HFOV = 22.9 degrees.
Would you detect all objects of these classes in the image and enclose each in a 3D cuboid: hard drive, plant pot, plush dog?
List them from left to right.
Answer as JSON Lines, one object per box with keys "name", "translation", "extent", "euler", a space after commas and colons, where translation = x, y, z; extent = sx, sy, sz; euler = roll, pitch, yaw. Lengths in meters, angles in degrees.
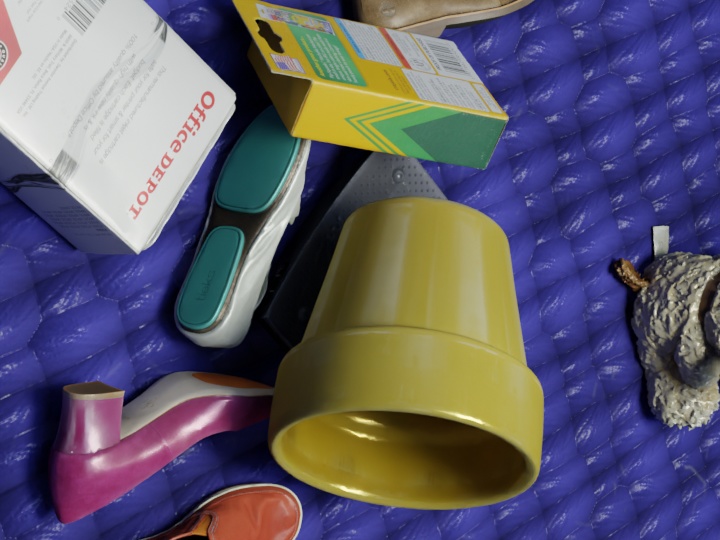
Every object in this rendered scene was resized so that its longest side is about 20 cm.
{"name": "hard drive", "translation": [0.000, 0.000, 1.433], "extent": [0.135, 0.042, 0.200], "euler": [50, 60, -30]}
{"name": "plant pot", "translation": [0.041, 0.057, 1.325], "extent": [0.201, 0.201, 0.189], "euler": [31, 55, -38]}
{"name": "plush dog", "translation": [0.341, 0.037, 1.656], "extent": [0.160, 0.172, 0.200], "euler": [46, 62, -32]}

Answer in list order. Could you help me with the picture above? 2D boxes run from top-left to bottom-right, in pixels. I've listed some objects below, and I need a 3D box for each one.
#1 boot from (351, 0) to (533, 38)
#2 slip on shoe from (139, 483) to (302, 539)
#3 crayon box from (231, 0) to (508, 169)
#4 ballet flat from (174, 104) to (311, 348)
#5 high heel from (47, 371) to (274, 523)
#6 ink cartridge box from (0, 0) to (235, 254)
{"name": "boot", "translation": [0.074, -0.237, 1.488], "extent": [0.200, 0.074, 0.076], "euler": [-21, 97, -37]}
{"name": "slip on shoe", "translation": [-0.115, 0.211, 1.316], "extent": [0.200, 0.061, 0.074], "euler": [-18, 100, -42]}
{"name": "crayon box", "translation": [-0.002, -0.143, 1.356], "extent": [0.200, 0.126, 0.052], "euler": [9, 121, -27]}
{"name": "ballet flat", "translation": [-0.083, -0.031, 1.353], "extent": [0.069, 0.069, 0.200], "euler": [33, 72, -37]}
{"name": "high heel", "translation": [-0.138, 0.128, 1.297], "extent": [0.200, 0.067, 0.096], "euler": [-2, 103, -48]}
{"name": "ink cartridge box", "translation": [-0.202, -0.125, 1.222], "extent": [0.200, 0.083, 0.147], "euler": [45, 62, -32]}
